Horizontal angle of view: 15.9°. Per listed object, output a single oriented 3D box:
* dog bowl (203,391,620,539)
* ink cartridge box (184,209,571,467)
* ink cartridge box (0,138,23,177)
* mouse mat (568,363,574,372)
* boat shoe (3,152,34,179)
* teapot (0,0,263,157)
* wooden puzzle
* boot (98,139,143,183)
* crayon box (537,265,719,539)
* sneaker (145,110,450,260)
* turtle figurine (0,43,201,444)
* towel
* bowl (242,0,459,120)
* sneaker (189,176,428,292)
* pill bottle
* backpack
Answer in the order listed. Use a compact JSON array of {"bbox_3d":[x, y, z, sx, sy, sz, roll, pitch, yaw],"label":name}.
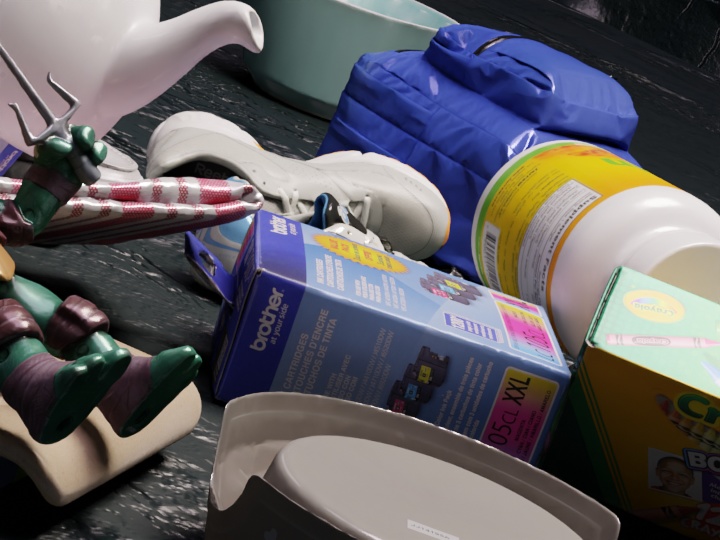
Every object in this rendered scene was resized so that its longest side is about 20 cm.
[{"bbox_3d":[0.026,0.118,1.053,0.199,0.059,0.200,19,13,-4],"label":"dog bowl"},{"bbox_3d":[-0.002,0.036,1.325,0.199,0.077,0.137,17,13,-7],"label":"ink cartridge box"},{"bbox_3d":[-0.240,-0.096,1.281,0.119,0.042,0.200,42,8,14],"label":"ink cartridge box"},{"bbox_3d":[0.189,0.046,1.481,0.008,0.160,0.200,64,9,-7],"label":"mouse mat"},{"bbox_3d":[-0.249,-0.080,1.443,0.199,0.068,0.072,19,14,1],"label":"boat shoe"},{"bbox_3d":[-0.174,-0.165,1.312,0.200,0.146,0.197,37,7,-30],"label":"teapot"},{"bbox_3d":[-0.183,0.039,1.097,0.199,0.046,0.185,28,14,10],"label":"wooden puzzle"},{"bbox_3d":[-0.209,-0.112,1.567,0.199,0.096,0.074,23,13,13],"label":"boot"},{"bbox_3d":[0.200,0.087,1.301,0.199,0.119,0.058,22,52,6],"label":"crayon box"},{"bbox_3d":[-0.043,-0.038,1.606,0.199,0.076,0.092,13,20,1],"label":"sneaker"},{"bbox_3d":[-0.159,-0.016,1.039,0.200,0.101,0.149,46,34,17],"label":"turtle figurine"},{"bbox_3d":[-0.165,-0.034,1.270,0.199,0.030,0.146,1,-4,-36],"label":"towel"},{"bbox_3d":[-0.021,-0.189,2.181,0.200,0.106,0.201,20,12,-4],"label":"bowl"},{"bbox_3d":[0.000,0.000,1.486,0.199,0.073,0.072,17,11,-22],"label":"sneaker"},{"bbox_3d":[0.145,0.000,1.434,0.110,0.112,0.200,15,9,-22],"label":"pill bottle"},{"bbox_3d":[0.080,-0.080,1.745,0.162,0.169,0.200,17,7,-46],"label":"backpack"}]
